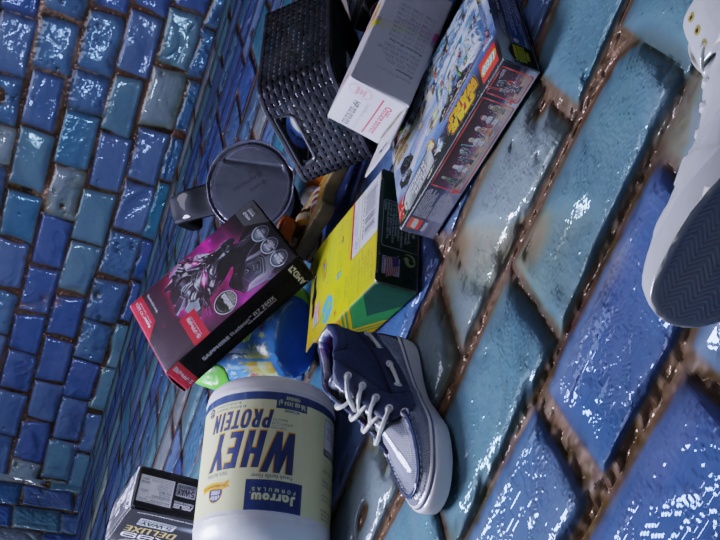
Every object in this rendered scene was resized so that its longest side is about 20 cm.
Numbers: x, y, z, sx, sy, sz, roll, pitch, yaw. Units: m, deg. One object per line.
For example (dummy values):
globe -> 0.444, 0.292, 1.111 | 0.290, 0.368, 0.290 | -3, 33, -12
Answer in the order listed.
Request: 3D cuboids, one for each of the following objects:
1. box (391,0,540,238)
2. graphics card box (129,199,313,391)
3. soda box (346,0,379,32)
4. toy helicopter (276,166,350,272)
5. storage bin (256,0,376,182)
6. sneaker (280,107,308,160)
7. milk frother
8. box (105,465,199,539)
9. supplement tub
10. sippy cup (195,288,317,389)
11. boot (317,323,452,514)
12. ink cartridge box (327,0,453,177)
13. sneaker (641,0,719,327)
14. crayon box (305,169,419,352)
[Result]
box -> 0.088, -0.149, 0.859 | 0.139, 0.039, 0.201 | -94, 26, -43
graphics card box -> -0.163, 0.026, 1.081 | 0.199, 0.051, 0.126 | -40, 49, -2
soda box -> 0.019, -0.367, 1.167 | 0.202, 0.062, 0.071 | -99, 30, -49
toy helicopter -> -0.043, -0.101, 1.182 | 0.203, 0.078, 0.133 | -61, 14, 13
storage bin -> -0.048, -0.221, 1.098 | 0.092, 0.136, 0.202 | -18, 41, 14
sneaker -> -0.063, -0.244, 1.292 | 0.112, 0.075, 0.204 | 121, 162, -58
milk frother -> -0.148, -0.050, 1.284 | 0.202, 0.178, 0.188 | 59, 177, 3
box -> -0.185, 0.295, 1.088 | 0.158, 0.196, 0.051 | 132, 151, -52
supplement tub -> -0.100, 0.229, 0.976 | 0.145, 0.142, 0.204 | 131, 147, -52
sippy cup -> -0.126, 0.080, 1.147 | 0.128, 0.140, 0.181 | 1, 62, 32
boot -> 0.014, 0.124, 0.806 | 0.201, 0.089, 0.074 | -109, 38, -57
ink cartridge box -> 0.027, -0.210, 0.945 | 0.115, 0.067, 0.203 | 140, 154, -73
sneaker -> 0.195, -0.077, 0.475 | 0.202, 0.073, 0.116 | -60, 22, 17
crayon box -> 0.000, 0.000, 0.990 | 0.200, 0.050, 0.130 | 135, 144, -56
